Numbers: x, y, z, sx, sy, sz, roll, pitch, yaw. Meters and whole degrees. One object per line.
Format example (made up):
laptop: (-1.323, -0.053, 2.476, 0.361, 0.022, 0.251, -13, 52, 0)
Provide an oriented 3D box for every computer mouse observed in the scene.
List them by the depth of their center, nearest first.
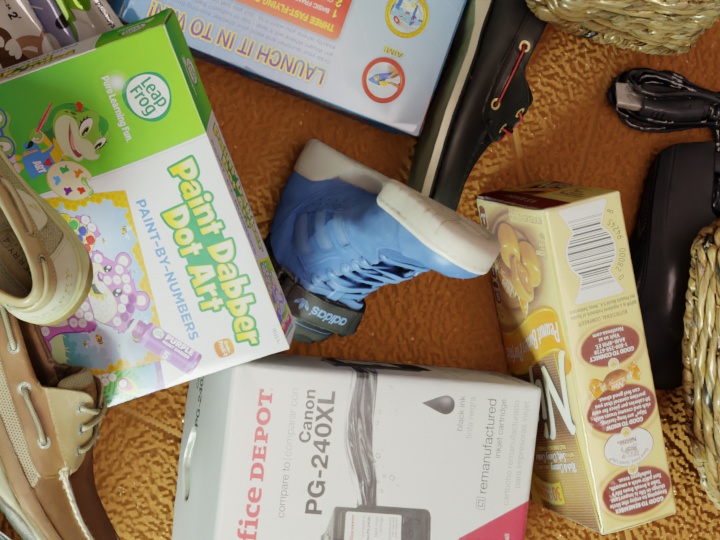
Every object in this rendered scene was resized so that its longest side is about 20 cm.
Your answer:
computer mouse: (0.210, -0.022, 1.654, 0.138, 0.053, 0.201, 10, 92, -20)

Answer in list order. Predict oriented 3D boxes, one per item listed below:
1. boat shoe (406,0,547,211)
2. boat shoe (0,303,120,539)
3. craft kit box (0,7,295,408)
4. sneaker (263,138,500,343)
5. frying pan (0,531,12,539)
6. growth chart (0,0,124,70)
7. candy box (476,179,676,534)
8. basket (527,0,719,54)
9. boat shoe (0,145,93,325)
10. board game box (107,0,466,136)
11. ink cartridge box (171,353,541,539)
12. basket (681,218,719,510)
boat shoe: (0.076, -0.108, 1.590, 0.063, 0.074, 0.203, 20, 84, -11)
boat shoe: (-0.178, 0.081, 1.454, 0.074, 0.076, 0.201, -28, 104, 6)
craft kit box: (-0.161, -0.021, 1.480, 0.196, 0.049, 0.201, -19, 105, 7)
sneaker: (0.001, 0.000, 1.513, 0.077, 0.200, 0.112, 26, 92, -34)
frying pan: (-0.209, 0.159, 1.472, 0.115, 0.191, 0.031, 31, 55, 17)
growth chart: (-0.225, -0.110, 1.498, 0.200, 0.018, 0.145, -39, 103, 6)
candy box: (0.130, 0.050, 1.601, 0.055, 0.115, 0.201, -13, 99, -16)
basket: (0.151, -0.240, 1.557, 0.142, 0.149, 0.201, 4, 83, -6)
boat shoe: (-0.227, -0.049, 1.404, 0.073, 0.063, 0.201, -45, 76, 7)
board game box: (-0.027, -0.205, 1.557, 0.199, 0.056, 0.197, 21, 89, -19)
ink cartridge box: (-0.004, 0.128, 1.580, 0.199, 0.083, 0.146, 5, 93, -19)
basket: (0.291, 0.061, 1.599, 0.142, 0.148, 0.201, -26, 118, -42)
